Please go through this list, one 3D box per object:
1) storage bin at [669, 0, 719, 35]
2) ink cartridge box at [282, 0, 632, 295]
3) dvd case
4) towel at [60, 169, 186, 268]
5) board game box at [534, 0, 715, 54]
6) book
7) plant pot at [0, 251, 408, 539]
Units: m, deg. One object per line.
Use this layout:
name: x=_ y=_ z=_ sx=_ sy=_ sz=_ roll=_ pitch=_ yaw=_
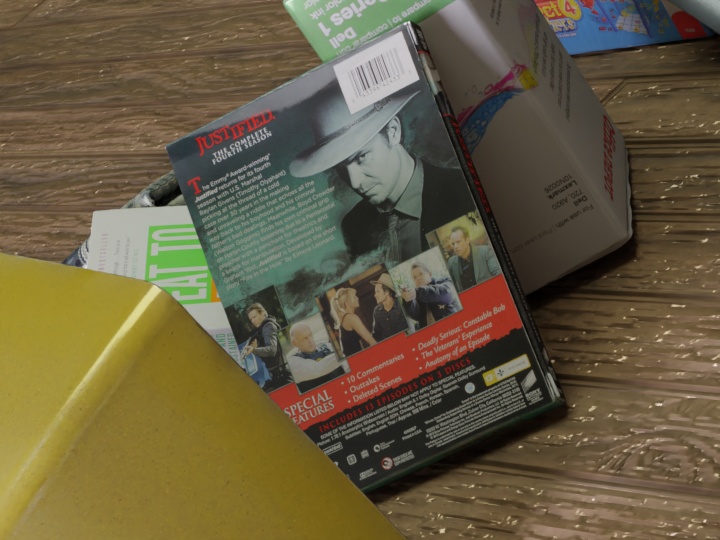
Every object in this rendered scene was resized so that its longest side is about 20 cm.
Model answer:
storage bin: x=0.223 y=-0.209 z=1.612 sx=0.134 sy=0.146 sz=0.200 roll=-31 pitch=50 yaw=-26
ink cartridge box: x=0.053 y=-0.100 z=1.544 sx=0.084 sy=0.200 sz=0.145 roll=-30 pitch=18 yaw=16
dvd case: x=0.000 y=0.000 z=1.447 sx=0.146 sy=0.201 sz=0.022 roll=-26 pitch=-14 yaw=19
towel: x=-0.139 y=-0.006 z=1.744 sx=0.192 sy=0.035 sz=0.200 roll=-41 pitch=1 yaw=26
board game box: x=0.187 y=-0.210 z=1.802 sx=0.196 sy=0.056 sz=0.200 roll=-45 pitch=24 yaw=-29
book: x=-0.042 y=0.011 z=1.563 sx=0.199 sy=0.048 sz=0.134 roll=-4 pitch=26 yaw=0
plant pot: x=-0.121 y=0.128 z=1.328 sx=0.177 sy=0.200 sz=0.200 roll=-49 pitch=24 yaw=-16
